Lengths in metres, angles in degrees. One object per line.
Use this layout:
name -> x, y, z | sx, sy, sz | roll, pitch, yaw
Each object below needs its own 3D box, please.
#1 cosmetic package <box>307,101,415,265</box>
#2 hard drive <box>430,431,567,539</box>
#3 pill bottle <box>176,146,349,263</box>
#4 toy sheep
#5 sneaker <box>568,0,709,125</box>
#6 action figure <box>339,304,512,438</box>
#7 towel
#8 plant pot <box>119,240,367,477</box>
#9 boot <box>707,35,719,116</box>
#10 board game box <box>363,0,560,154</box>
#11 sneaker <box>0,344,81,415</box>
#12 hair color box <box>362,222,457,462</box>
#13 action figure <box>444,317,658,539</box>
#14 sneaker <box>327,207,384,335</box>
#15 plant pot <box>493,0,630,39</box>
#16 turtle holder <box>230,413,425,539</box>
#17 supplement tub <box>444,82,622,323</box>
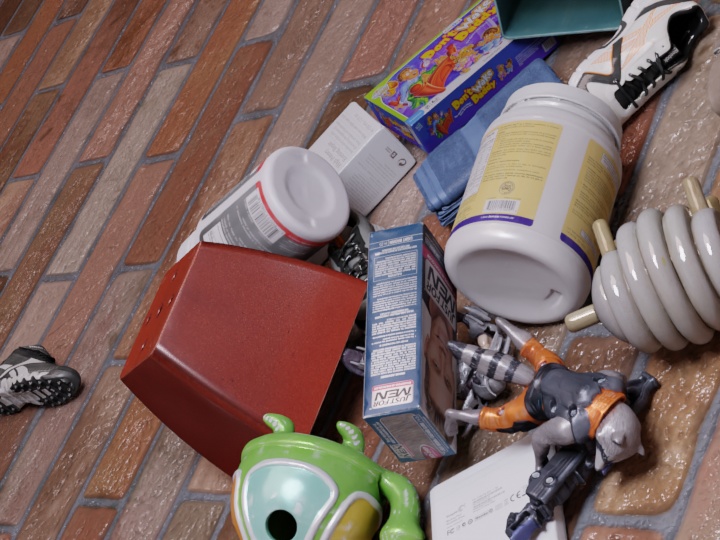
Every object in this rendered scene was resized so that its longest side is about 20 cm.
cosmetic package -> -0.038, -0.093, 2.017 | 0.200, 0.074, 0.102 | -47, 31, 1
hard drive -> 0.122, 0.247, 1.495 | 0.131, 0.027, 0.201 | -32, 35, 25
pill bottle -> -0.112, -0.042, 1.889 | 0.200, 0.113, 0.114 | -37, 31, 43
toy sheep -> 0.267, 0.005, 1.479 | 0.199, 0.138, 0.138 | -28, 37, 23
sneaker -> 0.281, -0.207, 1.746 | 0.080, 0.074, 0.201 | 18, 71, 54
action figure -> 0.074, 0.096, 1.681 | 0.199, 0.069, 0.130 | 11, 59, 51
towel -> 0.147, -0.139, 1.860 | 0.200, 0.048, 0.112 | -42, 28, 13
plant pot -> -0.135, 0.081, 1.783 | 0.200, 0.175, 0.201 | -33, 33, 62
boot -> 0.392, -0.181, 1.598 | 0.146, 0.070, 0.201 | -28, 35, 41
board game box -> 0.115, -0.230, 1.968 | 0.200, 0.045, 0.134 | -41, 30, -7
sneaker -> -0.432, 0.134, 2.262 | 0.199, 0.066, 0.091 | -15, 47, 45
hair color box -> 0.049, 0.067, 1.604 | 0.060, 0.100, 0.201 | -11, 56, 20
action figure -> 0.154, 0.131, 1.474 | 0.193, 0.105, 0.200 | 16, 58, 40
sneaker -> 0.000, 0.000, 1.863 | 0.074, 0.079, 0.201 | -38, 34, 12
plant pot -> 0.233, -0.372, 1.897 | 0.140, 0.142, 0.200 | -2, 35, 23
turtle holder -> -0.036, 0.232, 1.623 | 0.141, 0.184, 0.132 | 120, 171, -56
supplement tub -> 0.173, -0.067, 1.657 | 0.145, 0.145, 0.201 | -13, 45, 43
